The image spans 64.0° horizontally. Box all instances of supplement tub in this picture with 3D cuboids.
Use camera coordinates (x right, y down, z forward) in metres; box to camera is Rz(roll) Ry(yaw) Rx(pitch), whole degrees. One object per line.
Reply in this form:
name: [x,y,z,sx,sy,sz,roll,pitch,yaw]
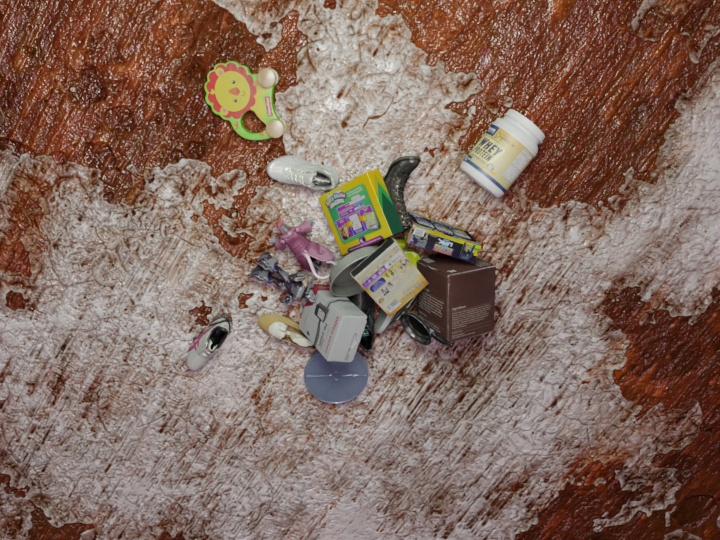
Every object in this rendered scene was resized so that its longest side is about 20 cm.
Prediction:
supplement tub: [0.381,-0.313,1.544,0.144,0.145,0.200,35,102,-16]

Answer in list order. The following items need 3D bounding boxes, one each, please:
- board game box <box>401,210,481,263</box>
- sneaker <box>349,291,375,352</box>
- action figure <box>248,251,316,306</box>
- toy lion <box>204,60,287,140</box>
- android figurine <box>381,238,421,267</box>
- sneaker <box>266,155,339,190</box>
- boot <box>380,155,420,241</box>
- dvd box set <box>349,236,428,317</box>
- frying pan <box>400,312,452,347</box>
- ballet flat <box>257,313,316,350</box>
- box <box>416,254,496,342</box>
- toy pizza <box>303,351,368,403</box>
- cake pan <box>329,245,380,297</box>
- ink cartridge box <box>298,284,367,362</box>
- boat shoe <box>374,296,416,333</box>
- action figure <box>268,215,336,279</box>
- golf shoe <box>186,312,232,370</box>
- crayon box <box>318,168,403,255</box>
board game box: [0.212,-0.096,1.588,0.199,0.165,0.057,16,107,-11]
sneaker: [0.014,0.146,1.697,0.075,0.079,0.201,-9,108,-2]
action figure: [-0.208,0.036,1.619,0.199,0.069,0.131,31,122,5]
toy lion: [-0.299,-0.435,1.482,0.190,0.069,0.201,-7,110,4]
android figurine: [0.099,-0.003,1.674,0.198,0.041,0.183,0,108,-5]
sneaker: [-0.151,-0.257,1.532,0.199,0.099,0.078,6,108,-8]
boot: [0.106,-0.188,1.525,0.069,0.175,0.200,6,150,-39]
dvd box set: [0.081,0.021,1.534,0.146,0.029,0.200,-41,131,2]
frying pan: [0.178,0.160,1.603,0.031,0.190,0.115,-41,103,-26]
ballet flat: [-0.208,0.182,1.694,0.199,0.063,0.069,20,106,-12]
box: [0.268,0.072,1.630,0.163,0.166,0.201,-10,110,-23]
toy pizza: [-0.074,0.317,1.770,0.199,0.032,0.202,-2,110,-4]
cake pan: [0.000,0.000,1.570,0.200,0.200,0.037,-31,65,5]
ink cartridge box: [-0.082,0.145,1.616,0.083,0.200,0.146,8,109,-35]
boat shoe: [0.105,0.118,1.680,0.063,0.071,0.200,18,129,-17]
action figure: [-0.171,-0.063,1.578,0.134,0.149,0.200,-38,122,14]
golf shoe: [-0.445,0.216,1.667,0.072,0.092,0.200,33,104,-17]
crayon box: [-0.002,-0.151,1.524,0.199,0.058,0.174,-19,94,45]
